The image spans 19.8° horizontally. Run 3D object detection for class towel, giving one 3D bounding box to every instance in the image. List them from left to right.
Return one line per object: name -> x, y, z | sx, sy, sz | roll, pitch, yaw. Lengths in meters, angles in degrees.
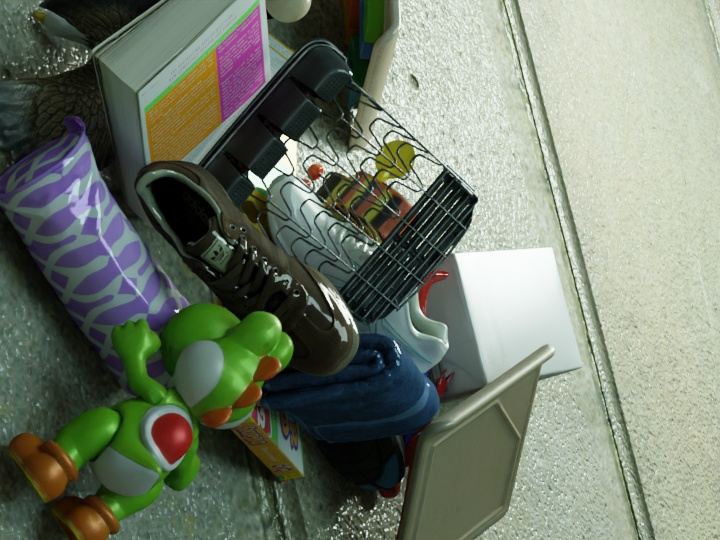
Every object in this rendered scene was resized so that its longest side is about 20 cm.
towel -> -0.005, 0.094, 1.556 | 0.200, 0.111, 0.049 | 54, 30, -72

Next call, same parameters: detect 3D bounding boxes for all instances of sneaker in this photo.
sneaker -> -0.088, 0.001, 1.444 | 0.200, 0.071, 0.075 | 43, 12, 16
sneaker -> -0.011, 0.086, 1.701 | 0.201, 0.073, 0.082 | 64, 29, -15
sneaker -> 0.000, 0.000, 1.648 | 0.201, 0.080, 0.070 | 55, 31, -10

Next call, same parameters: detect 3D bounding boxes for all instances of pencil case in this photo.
pencil case -> -0.177, -0.003, 1.458 | 0.085, 0.084, 0.200 | -42, 116, -22

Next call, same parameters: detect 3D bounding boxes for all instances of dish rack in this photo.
dish rack -> -0.011, -0.059, 1.566 | 0.200, 0.154, 0.055 | 40, 4, -32

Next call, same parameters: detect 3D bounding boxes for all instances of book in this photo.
book -> -0.120, -0.128, 1.495 | 0.048, 0.134, 0.200 | 42, -21, 19

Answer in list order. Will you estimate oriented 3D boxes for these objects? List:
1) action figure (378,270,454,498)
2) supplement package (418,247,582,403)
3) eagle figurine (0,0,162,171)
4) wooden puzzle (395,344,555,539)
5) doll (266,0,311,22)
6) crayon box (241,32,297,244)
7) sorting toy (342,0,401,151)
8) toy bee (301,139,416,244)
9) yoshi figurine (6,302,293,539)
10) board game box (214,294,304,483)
action figure -> 0.037, 0.095, 1.740 | 0.052, 0.065, 0.201 | -4, 105, -57
supplement package -> 0.095, 0.053, 1.848 | 0.200, 0.121, 0.120 | -5, 79, -59
eagle figurine -> -0.178, -0.161, 1.513 | 0.200, 0.150, 0.152 | -69, 144, -63
wooden puzzle -> 0.083, 0.167, 1.718 | 0.185, 0.037, 0.201 | -29, 142, -49
doll -> -0.049, -0.256, 1.770 | 0.049, 0.136, 0.200 | 55, 18, -12
crayon box -> -0.106, -0.113, 1.673 | 0.126, 0.051, 0.201 | 34, 46, -47
sorting toy -> 0.008, -0.236, 1.860 | 0.185, 0.036, 0.201 | 106, -12, -60
toy bee -> -0.012, -0.047, 1.754 | 0.109, 0.200, 0.131 | 38, 61, 4
yoshi figurine -> -0.139, 0.093, 1.404 | 0.112, 0.200, 0.112 | 49, -12, 17
board game box -> -0.074, 0.093, 1.568 | 0.200, 0.030, 0.096 | 66, 18, -68
